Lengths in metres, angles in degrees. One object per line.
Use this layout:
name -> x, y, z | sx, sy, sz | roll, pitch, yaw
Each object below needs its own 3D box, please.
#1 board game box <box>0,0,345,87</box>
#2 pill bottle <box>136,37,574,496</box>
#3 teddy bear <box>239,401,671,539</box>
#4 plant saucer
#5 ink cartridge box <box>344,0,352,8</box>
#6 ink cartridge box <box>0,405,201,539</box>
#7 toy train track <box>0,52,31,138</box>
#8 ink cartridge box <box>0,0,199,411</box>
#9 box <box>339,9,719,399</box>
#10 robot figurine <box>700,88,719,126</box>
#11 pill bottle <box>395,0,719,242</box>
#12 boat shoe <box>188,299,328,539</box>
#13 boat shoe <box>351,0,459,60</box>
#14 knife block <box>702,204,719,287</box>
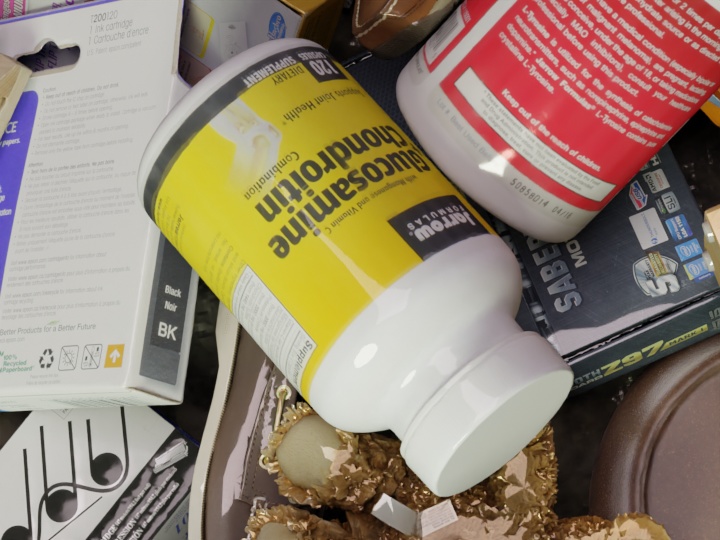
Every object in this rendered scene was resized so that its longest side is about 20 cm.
board game box -> -0.112, -0.134, 1.331 | 0.200, 0.153, 0.040 | 36, 46, 13
pill bottle -> 0.000, 0.000, 1.193 | 0.112, 0.112, 0.200 | -41, 70, -3
teddy bear -> 0.043, 0.127, 1.245 | 0.200, 0.067, 0.145 | -1, 88, 1
plant saucer -> 0.205, 0.108, 1.264 | 0.200, 0.032, 0.200 | -4, 72, 11
ink cartridge box -> -0.074, -0.237, 1.393 | 0.200, 0.088, 0.145 | 18, 78, 15
ink cartridge box -> -0.160, 0.148, 1.318 | 0.094, 0.044, 0.200 | 37, 84, 21
toy train track -> -0.221, -0.017, 1.330 | 0.115, 0.033, 0.200 | 32, 98, 47
ink cartridge box -> -0.153, -0.030, 1.324 | 0.198, 0.043, 0.200 | -5, 73, 42
box -> 0.076, -0.034, 1.313 | 0.158, 0.051, 0.200 | -24, 64, 5
robot figurine -> 0.159, -0.158, 1.315 | 0.145, 0.058, 0.200 | -32, 73, -35
pill bottle -> 0.118, -0.117, 1.210 | 0.200, 0.112, 0.112 | -47, 69, 20
boat shoe -> -0.037, 0.083, 1.291 | 0.059, 0.072, 0.200 | 0, 76, 25
boat shoe -> 0.025, -0.190, 1.290 | 0.074, 0.076, 0.200 | 33, 51, -22
knife block -> 0.248, -0.006, 1.187 | 0.175, 0.064, 0.200 | -21, 73, 2
